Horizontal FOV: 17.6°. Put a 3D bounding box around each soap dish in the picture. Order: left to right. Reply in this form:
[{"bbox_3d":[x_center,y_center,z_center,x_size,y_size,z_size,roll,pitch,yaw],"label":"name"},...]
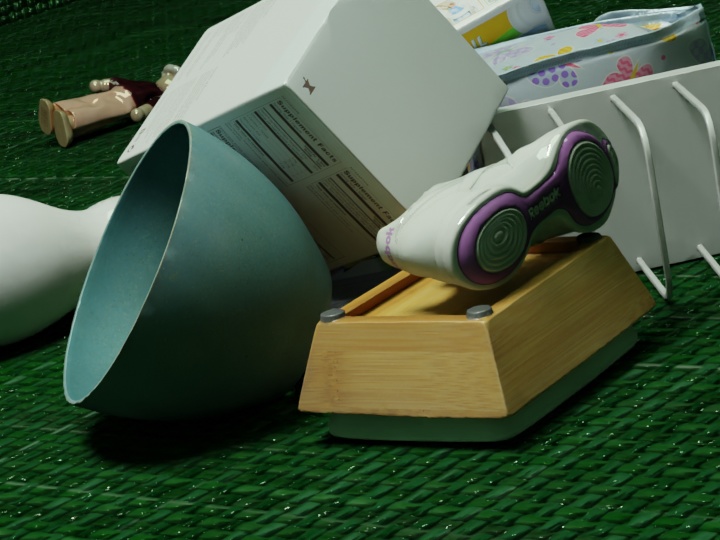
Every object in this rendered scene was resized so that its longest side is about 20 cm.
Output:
[{"bbox_3d":[0.074,0.039,1.488,0.156,0.082,0.200,-1,18,36],"label":"soap dish"}]

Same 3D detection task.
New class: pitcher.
[{"bbox_3d":[-0.288,0.004,1.888,0.199,0.122,0.171,-11,-11,-43],"label":"pitcher"}]

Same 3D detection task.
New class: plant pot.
[{"bbox_3d":[-0.098,0.018,1.555,0.134,0.201,0.200,23,5,-17],"label":"plant pot"}]

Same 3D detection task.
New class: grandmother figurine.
[{"bbox_3d":[-0.280,-0.198,2.745,0.199,0.061,0.121,-17,43,-31],"label":"grandmother figurine"}]

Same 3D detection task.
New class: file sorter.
[{"bbox_3d":[0.195,-0.051,1.627,0.198,0.140,0.125,-12,17,-1],"label":"file sorter"}]

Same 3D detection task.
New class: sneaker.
[{"bbox_3d":[0.090,-0.048,1.487,0.099,0.075,0.199,3,21,41],"label":"sneaker"}]

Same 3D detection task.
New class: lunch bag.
[{"bbox_3d":[0.179,-0.098,1.751,0.199,0.171,0.127,-15,17,-1],"label":"lunch bag"}]

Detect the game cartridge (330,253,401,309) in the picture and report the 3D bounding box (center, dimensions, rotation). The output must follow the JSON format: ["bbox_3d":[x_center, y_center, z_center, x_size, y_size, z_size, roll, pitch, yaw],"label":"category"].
[{"bbox_3d":[0.000,0.000,1.732,0.132,0.041,0.200,-14,23,-2],"label":"game cartridge"}]

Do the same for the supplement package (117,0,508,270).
[{"bbox_3d":[-0.034,-0.102,1.643,0.199,0.151,0.152,-20,32,48],"label":"supplement package"}]

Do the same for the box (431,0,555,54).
[{"bbox_3d":[0.051,-0.159,1.827,0.199,0.113,0.102,-30,40,-2],"label":"box"}]

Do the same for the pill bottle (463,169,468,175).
[{"bbox_3d":[0.162,-0.103,1.889,0.199,0.117,0.116,-6,15,19],"label":"pill bottle"}]
